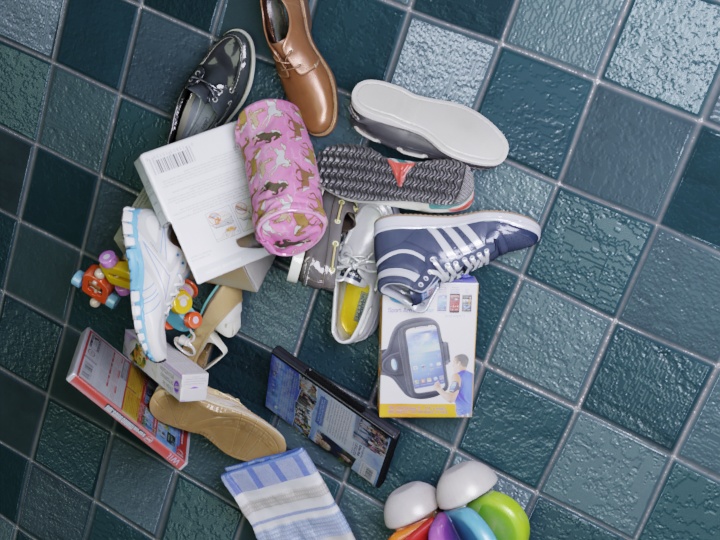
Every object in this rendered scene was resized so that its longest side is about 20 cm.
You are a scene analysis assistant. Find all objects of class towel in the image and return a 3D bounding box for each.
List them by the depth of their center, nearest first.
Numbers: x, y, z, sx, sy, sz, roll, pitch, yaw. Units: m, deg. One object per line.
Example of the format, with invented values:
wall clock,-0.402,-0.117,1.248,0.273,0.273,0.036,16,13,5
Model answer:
towel,-0.094,0.344,1.467,0.147,0.024,0.200,-19,106,26

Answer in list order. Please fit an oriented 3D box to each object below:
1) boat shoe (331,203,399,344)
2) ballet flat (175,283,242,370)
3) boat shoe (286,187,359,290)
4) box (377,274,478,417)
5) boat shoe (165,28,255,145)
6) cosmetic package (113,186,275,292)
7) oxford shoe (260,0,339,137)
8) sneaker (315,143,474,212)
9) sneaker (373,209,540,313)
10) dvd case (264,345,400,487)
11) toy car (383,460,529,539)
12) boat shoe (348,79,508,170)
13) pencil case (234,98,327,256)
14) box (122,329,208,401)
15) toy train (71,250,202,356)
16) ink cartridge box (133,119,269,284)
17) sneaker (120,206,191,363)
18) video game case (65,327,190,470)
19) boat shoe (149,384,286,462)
boat shoe,-0.004,-0.001,1.336,0.074,0.086,0.202,20,108,19
ballet flat,-0.200,0.082,1.465,0.063,0.069,0.200,39,124,3
boat shoe,-0.035,-0.061,1.304,0.060,0.201,0.072,18,147,-1
box,0.083,0.084,1.314,0.119,0.041,0.200,0,106,-3
boat shoe,-0.205,-0.226,1.393,0.074,0.066,0.200,41,115,12
cosmetic package,-0.213,-0.046,1.407,0.200,0.105,0.071,9,147,22
oxford shoe,-0.085,-0.261,1.328,0.071,0.071,0.200,-17,95,26
sneaker,0.042,-0.101,1.281,0.199,0.093,0.070,8,78,13
sneaker,0.113,-0.009,1.249,0.200,0.070,0.109,-1,62,8
dvd case,-0.041,0.194,1.397,0.200,0.018,0.143,34,144,16
toy car,0.113,0.350,1.324,0.200,0.150,0.175,-27,89,27
boat shoe,0.079,-0.165,1.276,0.200,0.074,0.060,19,150,4
pencil case,-0.096,-0.112,1.255,0.087,0.083,0.200,-54,38,38
box,-0.270,0.127,1.452,0.200,0.041,0.039,24,110,51
toy train,-0.292,0.029,1.424,0.200,0.056,0.150,30,149,4
ink cartridge box,-0.159,-0.095,1.337,0.044,0.200,0.174,-20,93,65
sneaker,-0.246,0.014,1.320,0.086,0.075,0.200,-6,84,-10
video game case,-0.312,0.174,1.449,0.017,0.143,0.200,-43,110,11
boat shoe,-0.193,0.200,1.470,0.200,0.069,0.074,28,111,-13
